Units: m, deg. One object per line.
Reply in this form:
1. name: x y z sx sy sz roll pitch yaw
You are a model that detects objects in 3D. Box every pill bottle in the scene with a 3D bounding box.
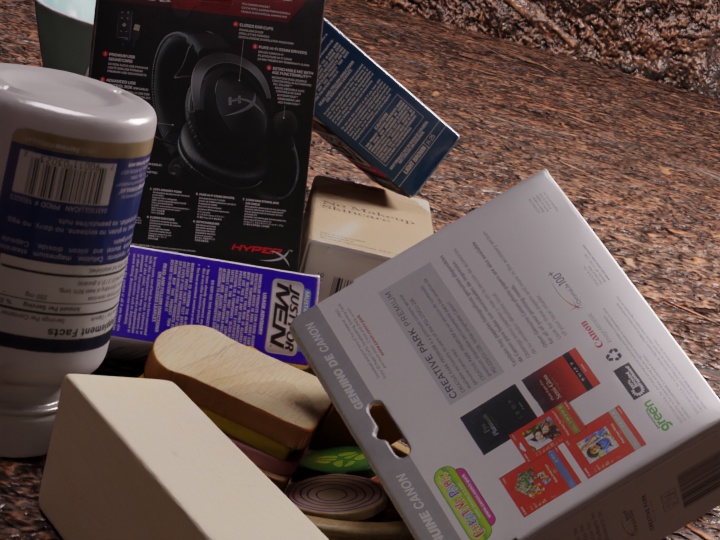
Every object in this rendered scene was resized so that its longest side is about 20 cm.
1. pill bottle: -0.185 -0.005 1.157 0.110 0.201 0.111 14 14 -3

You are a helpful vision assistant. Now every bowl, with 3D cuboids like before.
1. bowl: -0.229 -0.198 2.052 0.199 0.106 0.201 12 14 -3

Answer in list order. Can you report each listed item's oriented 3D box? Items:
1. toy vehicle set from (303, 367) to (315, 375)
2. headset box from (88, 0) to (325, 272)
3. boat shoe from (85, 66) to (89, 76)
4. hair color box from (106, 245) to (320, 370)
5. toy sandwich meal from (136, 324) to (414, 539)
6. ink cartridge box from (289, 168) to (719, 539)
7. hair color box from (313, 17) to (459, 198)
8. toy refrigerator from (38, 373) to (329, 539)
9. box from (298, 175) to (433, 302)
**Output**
1. toy vehicle set: -0.063 0.040 1.459 0.199 0.027 0.124 11 15 -10
2. headset box: -0.106 -0.104 1.364 0.148 0.202 0.077 5 -3 -9
3. boat shoe: -0.145 -0.145 1.541 0.071 0.068 0.200 9 8 -29
4. hair color box: -0.136 0.022 1.311 0.199 0.065 0.109 11 -10 -18
5. toy sandwich meal: -0.036 0.091 1.198 0.204 0.071 0.205 13 14 -3
6. ink cartridge box: 0.082 0.072 1.155 0.175 0.084 0.200 -29 53 -4
7. hair color box: -0.032 -0.140 1.498 0.200 0.061 0.100 40 -3 -19
8. toy refrigerator: -0.088 0.123 1.020 0.070 0.076 0.200 5 16 -30
9. box: 0.000 0.000 1.454 0.094 0.078 0.200 13 14 -5
